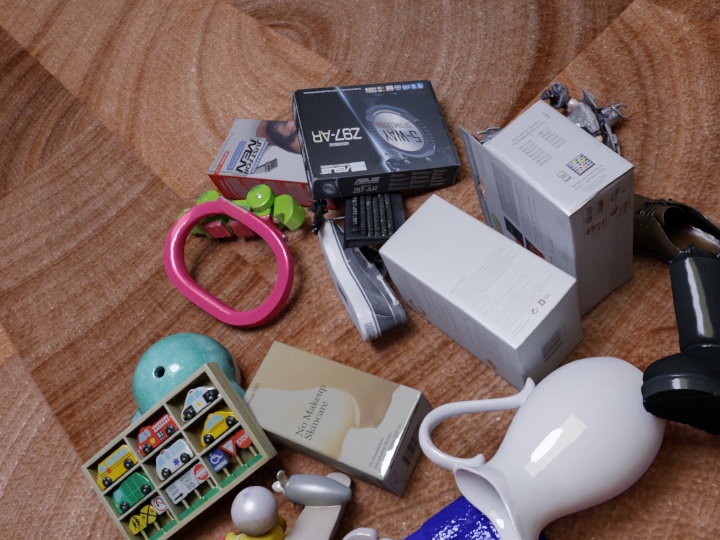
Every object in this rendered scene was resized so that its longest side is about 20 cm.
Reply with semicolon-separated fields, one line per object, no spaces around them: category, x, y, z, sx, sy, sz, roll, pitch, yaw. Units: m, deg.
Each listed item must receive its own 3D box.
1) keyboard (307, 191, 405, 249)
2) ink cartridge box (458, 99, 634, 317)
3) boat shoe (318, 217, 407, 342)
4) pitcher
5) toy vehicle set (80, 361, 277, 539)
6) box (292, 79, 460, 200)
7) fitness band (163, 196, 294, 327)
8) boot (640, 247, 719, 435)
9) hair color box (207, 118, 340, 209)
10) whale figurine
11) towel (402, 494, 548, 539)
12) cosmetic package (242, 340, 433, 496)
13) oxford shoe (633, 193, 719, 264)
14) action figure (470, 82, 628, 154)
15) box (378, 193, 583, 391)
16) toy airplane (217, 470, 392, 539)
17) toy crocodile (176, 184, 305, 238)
keyboard;-0.009;-0.073;0.904;0.126;0.021;0.200;-8;23;3
ink cartridge box;0.204;-0.074;0.776;0.084;0.200;0.176;-36;54;-5
boat shoe;0.000;0.000;0.893;0.067;0.072;0.200;-20;46;-8
pitcher;0.171;0.155;0.676;0.199;0.122;0.172;-33;55;-20
toy vehicle set;-0.203;0.211;0.792;0.200;0.027;0.125;-39;81;11
box;0.017;-0.180;0.965;0.199;0.044;0.161;-7;59;-11
fitness band;-0.175;-0.012;0.952;0.199;0.037;0.144;32;96;20
boot;0.314;0.058;0.659;0.073;0.198;0.164;-17;60;42
hair color box;-0.112;-0.159;1.046;0.199;0.064;0.111;8;61;24
whale figurine;-0.210;0.169;0.845;0.158;0.104;0.201;-14;62;12
towel;0.092;0.301;0.673;0.199;0.050;0.148;-34;53;-2
cosmetic package;-0.029;0.161;0.798;0.199;0.071;0.106;14;65;28
oxford shoe;0.326;-0.057;0.793;0.200;0.085;0.073;31;75;36
action figure;0.245;-0.174;0.911;0.199;0.070;0.131;-19;49;6
box;0.133;0.025;0.789;0.097;0.125;0.200;-45;54;-11
toy airplane;-0.069;0.267;0.674;0.198;0.142;0.200;-29;9;-19
toy crocodile;-0.169;-0.074;1.009;0.199;0.068;0.062;-4;58;19
